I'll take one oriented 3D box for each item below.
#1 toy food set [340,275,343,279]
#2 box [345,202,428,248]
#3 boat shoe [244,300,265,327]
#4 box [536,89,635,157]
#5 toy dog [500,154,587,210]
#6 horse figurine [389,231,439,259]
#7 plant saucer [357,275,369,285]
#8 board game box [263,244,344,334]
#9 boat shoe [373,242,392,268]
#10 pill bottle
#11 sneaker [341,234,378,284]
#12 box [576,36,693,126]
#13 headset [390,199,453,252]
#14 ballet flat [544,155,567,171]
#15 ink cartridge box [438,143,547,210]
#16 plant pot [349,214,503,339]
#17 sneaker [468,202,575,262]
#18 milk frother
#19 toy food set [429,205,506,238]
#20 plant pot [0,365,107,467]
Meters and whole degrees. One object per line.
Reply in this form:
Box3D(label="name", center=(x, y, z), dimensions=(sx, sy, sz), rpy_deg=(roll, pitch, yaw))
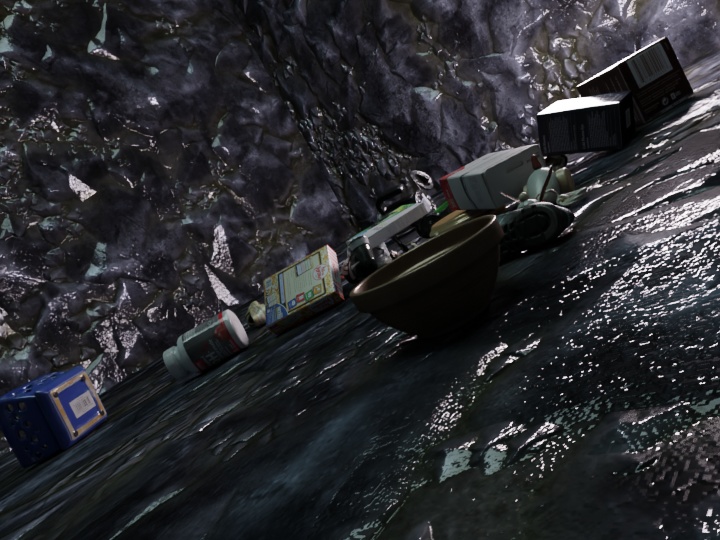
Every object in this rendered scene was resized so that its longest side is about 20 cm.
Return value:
Box3D(label="toy food set", center=(-0.132, 0.064, 1.605), dimensions=(0.200, 0.049, 0.198), rpy_deg=(-26, 9, 45))
Box3D(label="box", center=(0.068, -0.115, 1.625), dimensions=(0.200, 0.036, 0.144), rpy_deg=(-32, 12, -16))
Box3D(label="boat shoe", center=(-0.334, 0.143, 1.915), dimensions=(0.065, 0.072, 0.200), rpy_deg=(-30, 11, -21))
Box3D(label="box", center=(0.534, -0.347, 1.437), dimensions=(0.181, 0.105, 0.200), rpy_deg=(-2, 21, 33))
Box3D(label="toy dog", center=(0.325, -0.157, 1.117), dimensions=(0.132, 0.097, 0.200), rpy_deg=(-28, 6, 15))
Box3D(label="horse figurine", center=(0.155, -0.040, 1.119), dimensions=(0.199, 0.050, 0.132), rpy_deg=(-23, 20, -25))
Box3D(label="plant saucer", center=(0.067, 0.007, 1.322), dimensions=(0.200, 0.028, 0.200), rpy_deg=(-29, 6, 4))
Box3D(label="board game box", center=(-0.142, 0.047, 1.479), dimensions=(0.199, 0.046, 0.152), rpy_deg=(-27, 48, 18))
Box3D(label="boat shoe", center=(0.042, -0.044, 1.656), dimensions=(0.070, 0.072, 0.201), rpy_deg=(-29, 6, 7))
Box3D(label="pill bottle", center=(-0.398, 0.194, 1.561), dimensions=(0.199, 0.111, 0.111), rpy_deg=(-30, 6, 0))
Box3D(label="sneaker", center=(0.000, 0.000, 1.506), dimensions=(0.066, 0.091, 0.200), rpy_deg=(-22, -22, -18))
Box3D(label="box", center=(0.719, -0.476, 1.608), dimensions=(0.166, 0.165, 0.200), rpy_deg=(-31, 6, -7))
Box3D(label="headset", center=(0.176, -0.129, 1.627), dimensions=(0.200, 0.094, 0.123), rpy_deg=(-46, 7, -3))
Box3D(label="ballet flat", center=(0.436, -0.237, 1.445), dimensions=(0.200, 0.072, 0.072), rpy_deg=(-35, 8, -38))
Box3D(label="ink cartridge box", center=(0.281, -0.194, 1.298), dimensions=(0.146, 0.083, 0.200), rpy_deg=(-28, 12, -13))
Box3D(label="plant pot", center=(0.094, 0.019, 0.744), dimensions=(0.200, 0.093, 0.201), rpy_deg=(-29, 7, 4))
Box3D(label="sneaker", center=(0.225, -0.051, 0.908), dimensions=(0.079, 0.076, 0.200), rpy_deg=(-16, 1, -43))
Box3D(label="milk frother", center=(0.171, -0.245, 2.222), dimensions=(0.188, 0.181, 0.200), rpy_deg=(-24, 11, 38))
Box3D(label="toy food set", center=(0.253, -0.122, 1.416), dimensions=(0.199, 0.049, 0.198), rpy_deg=(-27, 6, 25))
Box3D(label="plant pot", center=(-0.819, 0.381, 1.640), dimensions=(0.179, 0.201, 0.200), rpy_deg=(-20, 8, 19))
